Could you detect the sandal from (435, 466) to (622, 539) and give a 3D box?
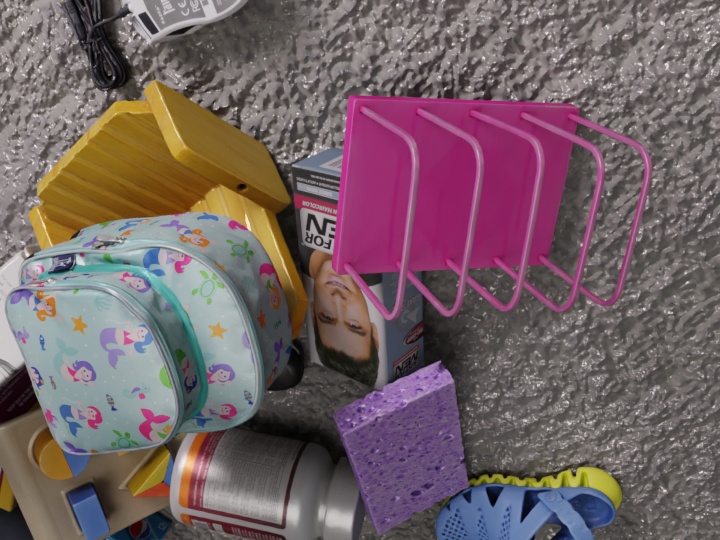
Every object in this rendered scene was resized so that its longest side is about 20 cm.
[{"bbox_3d":[0.167,0.259,0.809,0.198,0.087,0.080,-18,113,24],"label":"sandal"}]

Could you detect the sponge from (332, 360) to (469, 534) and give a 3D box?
[{"bbox_3d":[0.045,0.176,0.762,0.111,0.030,0.201,-24,138,-9],"label":"sponge"}]

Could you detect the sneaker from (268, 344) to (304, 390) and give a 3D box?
[{"bbox_3d":[-0.159,0.101,0.810,0.197,0.088,0.077,11,119,9],"label":"sneaker"}]

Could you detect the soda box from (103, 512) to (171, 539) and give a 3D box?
[{"bbox_3d":[-0.319,0.383,1.010,0.064,0.068,0.201,35,120,-4],"label":"soda box"}]

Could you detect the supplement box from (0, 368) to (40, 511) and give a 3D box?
[{"bbox_3d":[-0.455,0.164,0.912,0.198,0.103,0.132,25,120,0],"label":"supplement box"}]

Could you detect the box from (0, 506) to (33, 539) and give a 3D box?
[{"bbox_3d":[-0.494,0.401,1.001,0.200,0.124,0.197,42,123,15],"label":"box"}]

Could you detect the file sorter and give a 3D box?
[{"bbox_3d":[0.096,-0.045,0.592,0.198,0.126,0.141,-3,115,-21],"label":"file sorter"}]

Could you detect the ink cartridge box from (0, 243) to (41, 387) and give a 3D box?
[{"bbox_3d":[-0.364,0.069,0.770,0.200,0.146,0.085,-40,101,-4],"label":"ink cartridge box"}]

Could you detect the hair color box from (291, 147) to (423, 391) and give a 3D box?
[{"bbox_3d":[0.000,0.000,0.714,0.098,0.060,0.202,18,124,36],"label":"hair color box"}]

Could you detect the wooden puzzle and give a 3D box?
[{"bbox_3d":[-0.277,0.215,0.867,0.198,0.046,0.187,-21,117,-20],"label":"wooden puzzle"}]

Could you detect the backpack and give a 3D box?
[{"bbox_3d":[-0.160,0.048,0.620,0.197,0.151,0.180,-7,109,15],"label":"backpack"}]

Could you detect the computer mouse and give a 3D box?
[{"bbox_3d":[-0.166,-0.230,0.670,0.198,0.044,0.111,-10,109,25],"label":"computer mouse"}]

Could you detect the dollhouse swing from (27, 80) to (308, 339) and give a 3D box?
[{"bbox_3d":[-0.172,-0.009,0.694,0.199,0.177,0.181,-34,141,27],"label":"dollhouse swing"}]

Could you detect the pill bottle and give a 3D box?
[{"bbox_3d":[-0.094,0.235,0.850,0.197,0.110,0.111,9,119,10],"label":"pill bottle"}]
